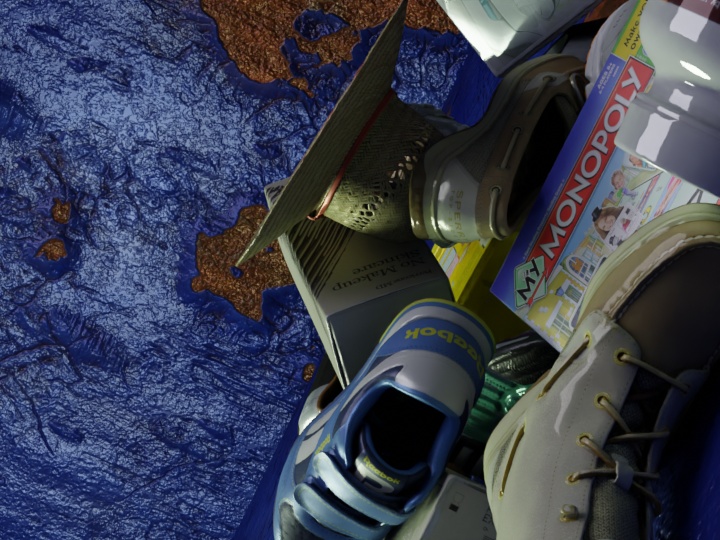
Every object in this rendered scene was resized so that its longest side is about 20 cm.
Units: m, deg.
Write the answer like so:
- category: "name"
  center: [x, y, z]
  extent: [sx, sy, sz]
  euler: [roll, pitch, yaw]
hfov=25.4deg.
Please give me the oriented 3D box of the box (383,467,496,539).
- category: "box"
  center: [0.053, 0.167, 0.936]
  extent: [0.200, 0.078, 0.095]
  euler: [164, 131, -85]

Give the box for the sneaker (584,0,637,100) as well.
- category: "sneaker"
  center: [0.178, -0.085, 0.908]
  extent: [0.092, 0.076, 0.200]
  euler: [-40, 36, 54]

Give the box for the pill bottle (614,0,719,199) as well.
- category: "pill bottle"
  center: [0.188, -0.125, 0.668]
  extent: [0.113, 0.113, 0.200]
  euler: [-87, 22, -79]

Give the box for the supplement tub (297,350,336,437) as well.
- category: "supplement tub"
  center: [0.028, 0.085, 1.425]
  extent: [0.123, 0.122, 0.200]
  euler: [120, 173, -52]

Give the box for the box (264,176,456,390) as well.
- category: "box"
  center: [0.000, 0.000, 1.016]
  extent: [0.200, 0.082, 0.068]
  euler: [-121, 14, -61]

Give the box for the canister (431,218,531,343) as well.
- category: "canister"
  center: [0.099, 0.017, 1.181]
  extent: [0.149, 0.086, 0.200]
  euler: [-63, 6, 9]

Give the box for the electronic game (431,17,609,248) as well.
- category: "electronic game"
  center: [0.115, -0.097, 1.129]
  extent: [0.200, 0.042, 0.200]
  euler: [-52, 4, 6]

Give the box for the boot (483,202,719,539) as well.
- category: "boot"
  center: [0.116, 0.080, 0.704]
  extent: [0.200, 0.072, 0.155]
  euler: [-57, 12, 31]

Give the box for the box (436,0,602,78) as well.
- category: "box"
  center: [0.171, -0.249, 1.111]
  extent: [0.200, 0.097, 0.176]
  euler: [-42, 3, -35]

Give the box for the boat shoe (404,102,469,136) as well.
- category: "boat shoe"
  center: [0.039, -0.084, 1.112]
  extent: [0.074, 0.065, 0.202]
  euler: [-52, 4, 2]

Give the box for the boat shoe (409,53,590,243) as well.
- category: "boat shoe"
  center: [0.101, -0.071, 0.938]
  extent: [0.201, 0.063, 0.073]
  euler: [-37, -51, -49]

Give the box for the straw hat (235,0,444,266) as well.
- category: "straw hat"
  center: [0.010, -0.061, 0.949]
  extent: [0.201, 0.085, 0.201]
  euler: [-58, 4, 6]

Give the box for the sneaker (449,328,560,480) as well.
- category: "sneaker"
  center: [0.104, 0.059, 0.976]
  extent: [0.088, 0.074, 0.200]
  euler: [-62, 1, -29]

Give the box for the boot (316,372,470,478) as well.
- category: "boot"
  center: [0.017, 0.101, 1.110]
  extent: [0.188, 0.068, 0.200]
  euler: [-62, -35, -46]

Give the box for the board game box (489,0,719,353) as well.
- category: "board game box"
  center: [0.152, -0.044, 0.823]
  extent: [0.135, 0.029, 0.200]
  euler: [44, 113, 53]

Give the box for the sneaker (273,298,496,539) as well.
- category: "sneaker"
  center: [0.003, 0.108, 0.882]
  extent: [0.200, 0.074, 0.082]
  euler: [-61, 6, 29]
